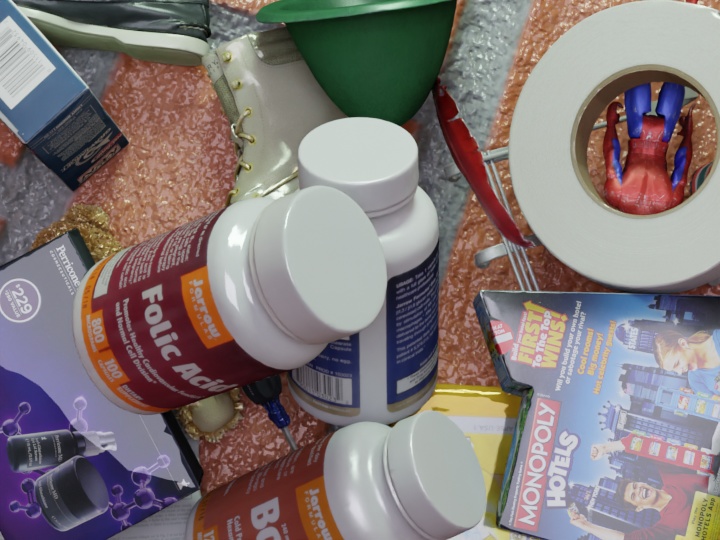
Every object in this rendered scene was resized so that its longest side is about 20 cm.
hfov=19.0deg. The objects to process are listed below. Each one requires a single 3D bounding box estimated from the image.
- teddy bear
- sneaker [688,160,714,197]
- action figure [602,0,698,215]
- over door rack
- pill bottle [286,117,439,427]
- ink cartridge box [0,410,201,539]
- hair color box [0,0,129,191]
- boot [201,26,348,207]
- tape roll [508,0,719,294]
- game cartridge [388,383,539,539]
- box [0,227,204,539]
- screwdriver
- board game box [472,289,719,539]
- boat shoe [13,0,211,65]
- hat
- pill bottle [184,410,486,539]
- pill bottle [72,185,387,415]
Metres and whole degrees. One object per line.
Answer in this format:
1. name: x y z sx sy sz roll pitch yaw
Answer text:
1. teddy bear: -0.157 0.039 1.576 0.198 0.067 0.146 17 89 -3
2. sneaker: 0.338 -0.076 1.531 0.198 0.093 0.071 -12 80 -14
3. action figure: 0.208 -0.108 1.533 0.065 0.052 0.202 9 82 -3
4. over door rack: 0.172 -0.034 1.570 0.198 0.067 0.149 -18 83 -14
5. pill bottle: 0.000 0.000 1.494 0.110 0.111 0.201 1 126 3
6. ink cartridge box: -0.190 0.205 1.572 0.158 0.047 0.202 -4 66 2
7. hair color box: -0.229 -0.124 1.522 0.060 0.200 0.100 -42 83 -3
8. boot: -0.083 -0.085 1.562 0.199 0.072 0.156 -26 82 -22
9. tape roll: 0.201 -0.085 1.483 0.201 0.037 0.205 -4 80 21
10. game cartridge: 0.117 0.173 1.559 0.198 0.032 0.178 2 84 4
11. box: -0.215 0.092 1.506 0.140 0.079 0.201 -28 94 -3
12. screwdriver: -0.045 0.125 1.550 0.029 0.028 0.201 -26 101 20
13. board game box: 0.162 0.093 1.473 0.198 0.062 0.202 15 80 1
14. boat shoe: -0.205 -0.202 1.595 0.197 0.075 0.067 10 82 3
15. hat: 0.019 -0.110 1.536 0.164 0.200 0.178 -9 103 -1
16. pill bottle: -0.016 0.172 1.485 0.199 0.112 0.113 -28 82 30
17. pill bottle: -0.086 0.019 1.408 0.199 0.114 0.115 -21 81 40
